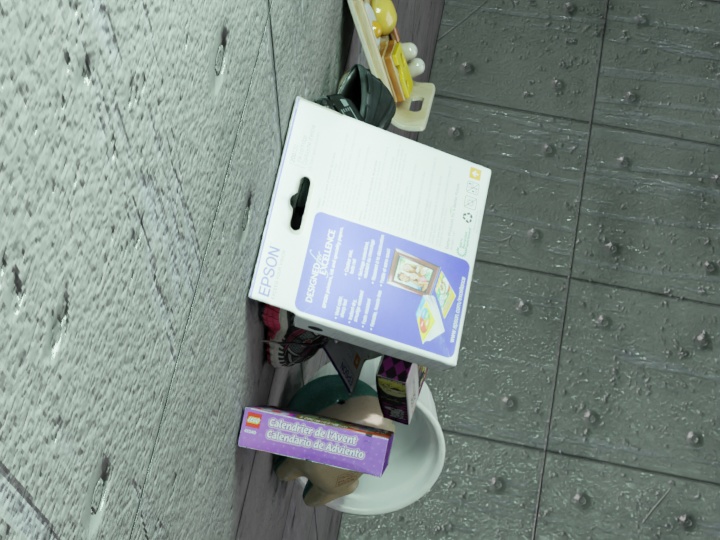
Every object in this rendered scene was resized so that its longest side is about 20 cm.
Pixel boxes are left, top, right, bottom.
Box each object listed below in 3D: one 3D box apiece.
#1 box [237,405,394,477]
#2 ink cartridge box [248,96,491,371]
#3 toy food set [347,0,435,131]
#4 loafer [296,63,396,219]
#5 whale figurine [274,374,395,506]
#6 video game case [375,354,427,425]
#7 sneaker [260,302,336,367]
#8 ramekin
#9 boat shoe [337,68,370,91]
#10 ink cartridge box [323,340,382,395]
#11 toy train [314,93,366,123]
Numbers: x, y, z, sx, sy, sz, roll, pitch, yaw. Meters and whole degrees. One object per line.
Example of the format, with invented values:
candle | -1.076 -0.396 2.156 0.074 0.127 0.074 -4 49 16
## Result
box | -0.038 0.164 1.265 0.200 0.135 0.040 65 37 -84
ink cartridge box | 0.008 -0.032 1.152 0.043 0.198 0.200 143 -37 -63
toy food set | 0.043 -0.271 1.453 0.144 0.060 0.201 -74 147 -60
loafer | -0.023 -0.130 1.324 0.071 0.068 0.202 51 46 -31
whale figurine | -0.037 0.202 1.548 0.104 0.158 0.201 58 -23 32
video game case | 0.065 0.040 1.300 0.182 0.035 0.202 83 26 -71
sneaker | -0.051 0.049 1.238 0.200 0.074 0.081 89 12 -73
ramekin | 0.007 0.203 1.650 0.098 0.198 0.202 -89 -174 -60
boat shoe | -0.008 -0.126 1.478 0.069 0.073 0.202 -68 158 -60
ink cartridge box | 0.000 0.000 1.389 0.200 0.040 0.202 -124 -135 -56
toy train | 0.015 -0.092 1.244 0.201 0.045 0.034 59 -22 23
